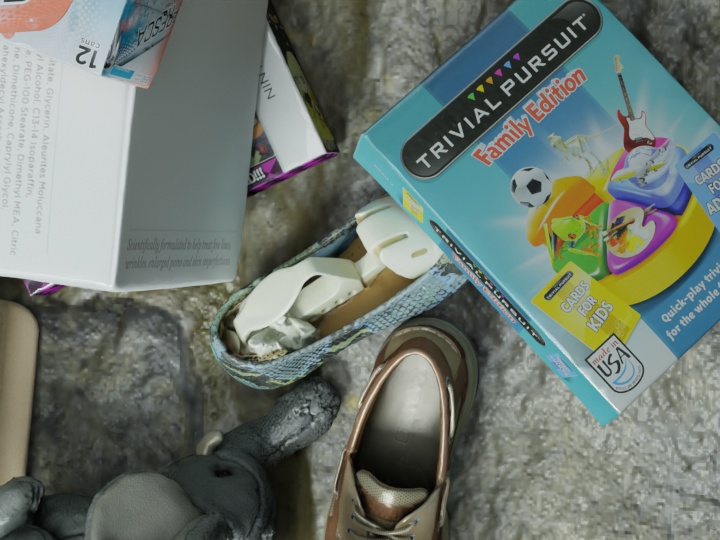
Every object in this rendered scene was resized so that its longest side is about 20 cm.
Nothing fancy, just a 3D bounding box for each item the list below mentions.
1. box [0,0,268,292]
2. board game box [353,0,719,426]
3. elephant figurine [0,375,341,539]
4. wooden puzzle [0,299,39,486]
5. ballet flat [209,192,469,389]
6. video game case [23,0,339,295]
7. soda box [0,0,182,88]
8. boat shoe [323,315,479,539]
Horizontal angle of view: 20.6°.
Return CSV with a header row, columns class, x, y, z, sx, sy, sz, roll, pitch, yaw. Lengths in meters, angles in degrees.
class,x,y,z,sx,sy,sz,roll,pitch,yaw
box,-0.142,-0.096,1.024,0.130,0.199,0.201,7,92,14
board game box,0.119,-0.042,1.061,0.151,0.047,0.200,-42,84,-13
elephant figurine,-0.108,0.155,1.097,0.199,0.141,0.156,-14,85,16
wooden puzzle,-0.247,0.102,1.086,0.046,0.200,0.186,3,85,17
ballet flat,0.000,0.000,1.100,0.200,0.074,0.074,-37,85,10
video game case,-0.138,-0.107,1.144,0.200,0.036,0.182,-24,86,12
soda box,-0.182,-0.144,0.894,0.200,0.068,0.064,20,94,12
boat shoe,0.015,0.125,1.104,0.076,0.072,0.201,10,98,11
